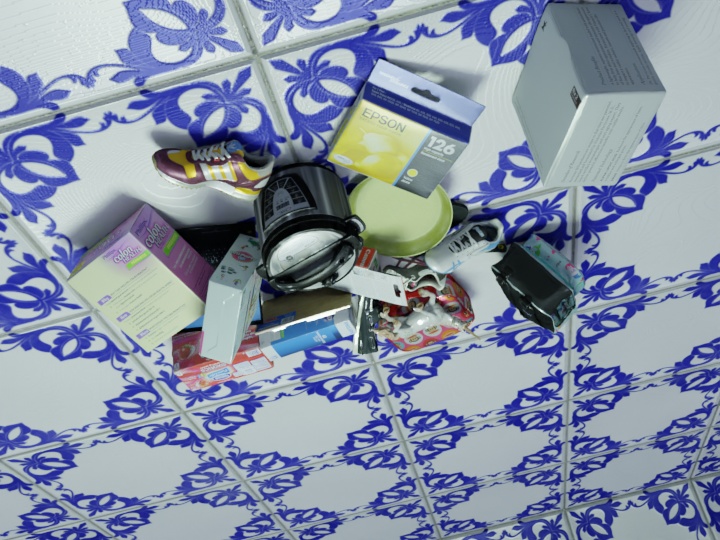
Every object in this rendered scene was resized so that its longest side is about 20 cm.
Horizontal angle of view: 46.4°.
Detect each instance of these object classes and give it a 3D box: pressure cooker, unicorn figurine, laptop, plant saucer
[{"bbox_3d":[-0.089,-0.063,1.444,0.176,0.202,0.177,2,140,-20],"label":"pressure cooker"},{"bbox_3d":[0.132,0.100,1.742,0.198,0.075,0.137,-12,147,26],"label":"unicorn figurine"},{"bbox_3d":[-0.277,0.015,1.585,0.175,0.104,0.201,-6,145,-9],"label":"laptop"},{"bbox_3d":[0.070,-0.110,1.541,0.197,0.031,0.202,2,132,2],"label":"plant saucer"}]

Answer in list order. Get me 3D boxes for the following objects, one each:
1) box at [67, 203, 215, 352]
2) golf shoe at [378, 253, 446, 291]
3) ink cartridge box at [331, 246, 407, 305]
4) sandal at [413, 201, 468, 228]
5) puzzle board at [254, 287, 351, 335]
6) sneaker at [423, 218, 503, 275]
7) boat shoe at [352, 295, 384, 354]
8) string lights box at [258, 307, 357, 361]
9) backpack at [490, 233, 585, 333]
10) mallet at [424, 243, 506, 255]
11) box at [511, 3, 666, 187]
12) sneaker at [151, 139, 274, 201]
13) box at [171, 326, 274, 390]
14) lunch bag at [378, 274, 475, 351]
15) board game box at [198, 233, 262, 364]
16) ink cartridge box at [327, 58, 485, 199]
[{"bbox_3d":[-0.381,0.016,1.500,0.175,0.097,0.200,-32,116,26],"label":"box"},{"bbox_3d":[0.080,-0.008,1.676,0.197,0.089,0.078,1,145,-15],"label":"golf shoe"},{"bbox_3d":[0.000,0.000,1.613,0.198,0.051,0.109,13,150,19],"label":"ink cartridge box"},{"bbox_3d":[0.114,-0.080,1.617,0.198,0.048,0.076,-13,145,2],"label":"sandal"},{"bbox_3d":[-0.111,0.071,1.687,0.198,0.151,0.018,-17,111,7],"label":"puzzle board"},{"bbox_3d":[0.198,-0.052,1.619,0.199,0.072,0.073,-26,157,-36],"label":"sneaker"},{"bbox_3d":[0.024,0.094,1.770,0.065,0.075,0.202,8,116,0],"label":"boat shoe"},{"bbox_3d":[-0.114,0.106,1.760,0.198,0.104,0.059,-18,143,9],"label":"string lights box"},{"bbox_3d":[0.373,0.033,1.740,0.150,0.177,0.200,-43,150,-5],"label":"backpack"},{"bbox_3d":[0.209,-0.053,1.703,0.198,0.066,0.041,-9,154,-32],"label":"mallet"},{"bbox_3d":[0.341,-0.267,1.292,0.129,0.201,0.201,-3,145,-12],"label":"box"},{"bbox_3d":[-0.237,-0.179,1.364,0.198,0.075,0.090,8,133,-37],"label":"sneaker"},{"bbox_3d":[-0.296,0.174,1.806,0.198,0.096,0.100,-17,144,7],"label":"box"},{"bbox_3d":[0.134,0.090,1.831,0.198,0.083,0.176,-25,142,19],"label":"lunch bag"},{"bbox_3d":[-0.222,0.046,1.487,0.063,0.200,0.149,15,116,1],"label":"board game box"},{"bbox_3d":[0.072,-0.223,1.374,0.196,0.047,0.200,20,139,-15],"label":"ink cartridge box"}]
